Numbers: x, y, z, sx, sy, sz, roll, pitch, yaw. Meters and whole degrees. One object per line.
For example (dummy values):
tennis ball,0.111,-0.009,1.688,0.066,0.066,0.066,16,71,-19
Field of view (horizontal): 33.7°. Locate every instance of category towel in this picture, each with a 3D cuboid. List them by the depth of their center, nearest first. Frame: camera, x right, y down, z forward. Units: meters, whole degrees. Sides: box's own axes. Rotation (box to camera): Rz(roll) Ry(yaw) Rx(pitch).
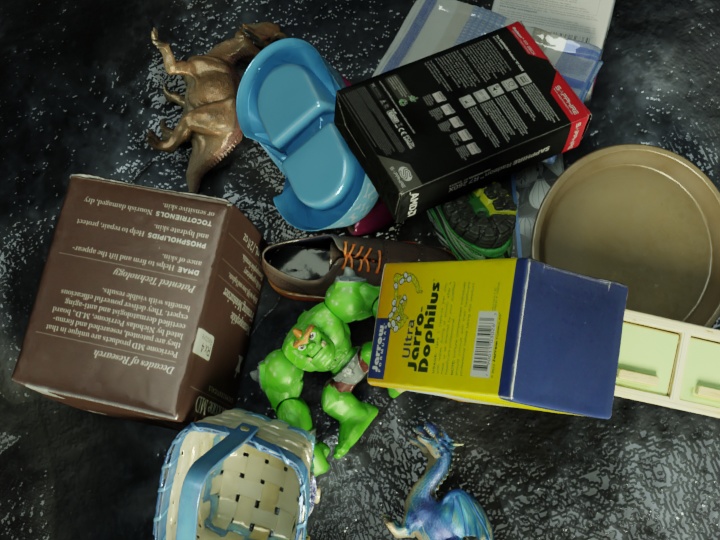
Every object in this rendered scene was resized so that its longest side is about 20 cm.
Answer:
towel,0.120,-0.191,1.143,0.198,0.024,0.148,23,63,15

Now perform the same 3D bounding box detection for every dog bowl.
dog bowl,-0.046,-0.127,1.140,0.111,0.049,0.201,-37,65,24

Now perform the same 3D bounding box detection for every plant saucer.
plant saucer,0.251,-0.016,1.102,0.198,0.029,0.203,0,87,-7

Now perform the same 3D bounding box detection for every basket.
basket,-0.114,0.212,1.023,0.138,0.200,0.178,17,111,16

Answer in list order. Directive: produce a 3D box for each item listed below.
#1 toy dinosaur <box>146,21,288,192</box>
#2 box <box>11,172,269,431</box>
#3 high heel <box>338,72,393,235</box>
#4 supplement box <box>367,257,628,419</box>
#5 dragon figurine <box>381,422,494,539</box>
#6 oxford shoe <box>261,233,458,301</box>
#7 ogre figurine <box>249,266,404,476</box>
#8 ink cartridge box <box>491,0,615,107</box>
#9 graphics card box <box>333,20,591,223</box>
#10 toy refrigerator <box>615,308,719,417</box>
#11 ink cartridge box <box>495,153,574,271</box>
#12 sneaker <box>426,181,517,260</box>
toy dinosaur,-0.143,-0.173,1.215,0.134,0.086,0.203,2,81,3
box,-0.198,0.038,1.122,0.162,0.166,0.202,10,78,11
high heel,-0.029,-0.127,1.173,0.096,0.068,0.200,-33,72,-34
supplement box,0.108,0.054,0.988,0.108,0.199,0.111,13,82,-32
dragon figurine,0.087,0.234,1.078,0.099,0.059,0.201,-36,71,-1
oxford shoe,0.000,0.000,1.147,0.197,0.073,0.072,-2,75,9
ogre figurine,-0.019,0.089,1.116,0.120,0.098,0.200,43,116,0
ink cartridge box,0.197,-0.273,1.202,0.118,0.042,0.202,13,81,13
graphics card box,0.089,-0.136,1.065,0.198,0.051,0.126,-24,65,-19
toy refrigerator,0.251,0.078,1.050,0.198,0.070,0.077,13,86,-7
ink cartridge box,0.154,-0.033,1.148,0.098,0.039,0.202,-6,75,7
sneaker,0.082,-0.067,1.115,0.077,0.086,0.201,-14,45,-11
